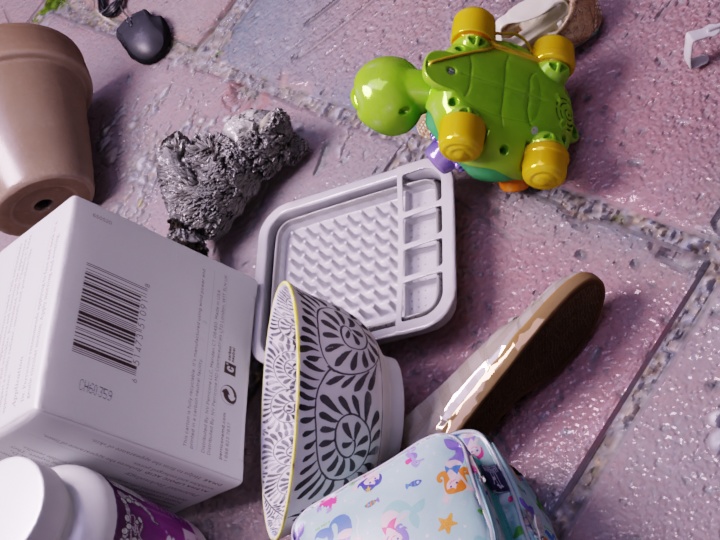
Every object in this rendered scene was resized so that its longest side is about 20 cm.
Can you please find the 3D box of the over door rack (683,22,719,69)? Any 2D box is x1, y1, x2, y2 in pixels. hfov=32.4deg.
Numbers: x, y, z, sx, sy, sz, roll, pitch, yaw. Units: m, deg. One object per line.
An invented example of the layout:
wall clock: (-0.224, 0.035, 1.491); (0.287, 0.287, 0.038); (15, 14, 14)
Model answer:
over door rack: (0.364, -0.185, 0.959); (0.200, 0.067, 0.148); (-30, 48, 13)

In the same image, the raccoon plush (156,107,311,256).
raccoon plush: (-0.114, -0.066, 1.195); (0.134, 0.097, 0.201); (-12, 75, 14)

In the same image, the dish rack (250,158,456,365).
dish rack: (0.000, 0.000, 1.089); (0.200, 0.044, 0.172); (-15, 55, 24)

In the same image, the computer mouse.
computer mouse: (-0.279, -0.307, 1.474); (0.059, 0.034, 0.200); (-43, 47, 3)

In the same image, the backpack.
backpack: (0.056, 0.223, 0.845); (0.177, 0.151, 0.200); (-31, 54, 10)

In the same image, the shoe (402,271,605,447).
shoe: (0.107, 0.072, 0.953); (0.200, 0.070, 0.053); (-47, 50, -3)

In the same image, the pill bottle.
pill bottle: (-0.214, 0.220, 0.975); (0.112, 0.200, 0.113); (-16, 55, 25)

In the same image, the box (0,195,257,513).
box: (-0.206, 0.080, 1.045); (0.131, 0.200, 0.199); (-28, 48, 40)

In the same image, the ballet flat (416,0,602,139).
ballet flat: (0.123, -0.197, 1.122); (0.200, 0.065, 0.071); (-37, 48, 7)

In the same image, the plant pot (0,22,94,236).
plant pot: (-0.370, -0.137, 1.336); (0.200, 0.200, 0.175); (-31, 65, 12)

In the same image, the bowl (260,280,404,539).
bowl: (-0.021, 0.111, 0.970); (0.094, 0.201, 0.201); (4, 54, -11)

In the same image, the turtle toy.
turtle toy: (0.092, -0.137, 1.049); (0.101, 0.199, 0.146); (128, 155, -60)
